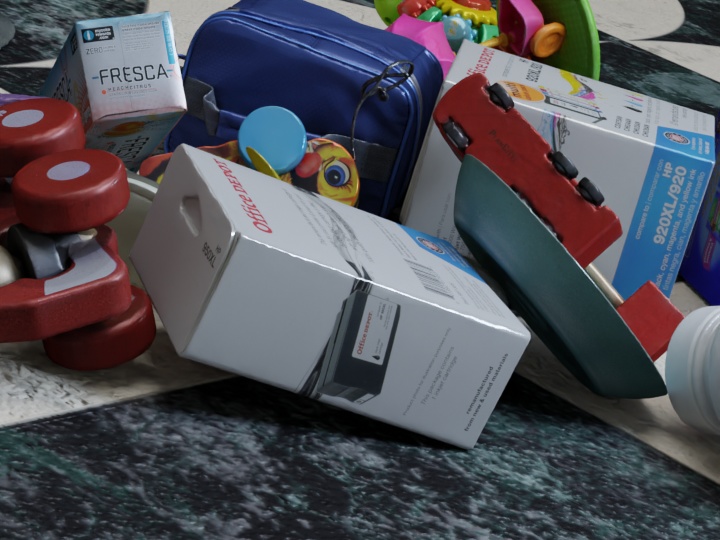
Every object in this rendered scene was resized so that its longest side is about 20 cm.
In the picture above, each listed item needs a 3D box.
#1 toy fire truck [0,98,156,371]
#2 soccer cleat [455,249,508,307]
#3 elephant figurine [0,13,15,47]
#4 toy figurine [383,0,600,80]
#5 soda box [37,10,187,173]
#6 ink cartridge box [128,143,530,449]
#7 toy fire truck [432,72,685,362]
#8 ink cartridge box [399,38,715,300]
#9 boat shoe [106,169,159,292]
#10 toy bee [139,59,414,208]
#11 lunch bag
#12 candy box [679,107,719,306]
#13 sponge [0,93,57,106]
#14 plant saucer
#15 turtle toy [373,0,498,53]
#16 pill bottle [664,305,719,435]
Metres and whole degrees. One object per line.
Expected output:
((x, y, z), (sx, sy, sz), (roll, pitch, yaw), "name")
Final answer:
((-0.216, -0.007, 1.250), (0.167, 0.113, 0.200), (-18, 30, -18), "toy fire truck")
((0.000, 0.000, 1.437), (0.198, 0.070, 0.078), (12, 15, -3), "soccer cleat")
((-0.334, -0.243, 1.795), (0.142, 0.155, 0.200), (55, 6, -37), "elephant figurine")
((0.079, -0.159, 1.847), (0.183, 0.201, 0.151), (-17, 54, -25), "toy figurine")
((-0.166, -0.110, 1.447), (0.063, 0.069, 0.200), (-9, -7, -17), "soda box")
((-0.022, 0.014, 1.296), (0.199, 0.085, 0.145), (20, 16, -26), "ink cartridge box")
((0.133, -0.031, 1.465), (0.200, 0.049, 0.141), (49, -3, 21), "toy fire truck")
((0.140, -0.060, 1.588), (0.198, 0.146, 0.147), (17, 19, 4), "ink cartridge box")
((-0.166, -0.038, 1.399), (0.200, 0.073, 0.060), (16, 23, 13), "boat shoe")
((-0.044, -0.059, 1.486), (0.109, 0.199, 0.131), (67, 14, 16), "toy bee")
((-0.049, -0.118, 1.615), (0.199, 0.137, 0.132), (18, 19, 6), "lunch bag")
((0.321, -0.033, 1.623), (0.076, 0.170, 0.200), (5, 22, -17), "candy box")
((-0.306, -0.104, 1.444), (0.199, 0.030, 0.111), (7, 10, 36), "sponge")
((0.118, 0.014, 1.408), (0.200, 0.036, 0.200), (50, -2, 3), "plant saucer")
((0.077, -0.215, 2.039), (0.145, 0.102, 0.200), (1, 24, -37), "turtle toy")
((0.285, 0.064, 1.343), (0.111, 0.113, 0.199), (1, -2, -37), "pill bottle")
